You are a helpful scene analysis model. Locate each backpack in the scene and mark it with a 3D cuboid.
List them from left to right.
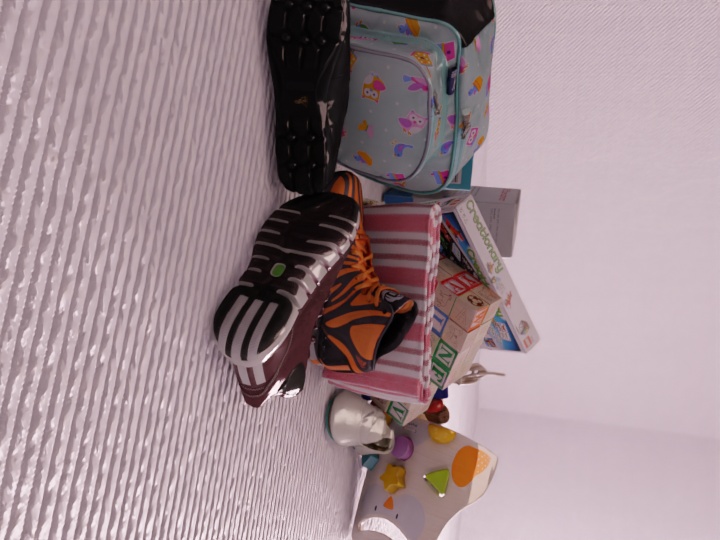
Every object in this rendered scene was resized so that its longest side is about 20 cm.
[{"bbox_3d":[0.038,-0.171,0.708,0.154,0.173,0.202,-56,151,-30],"label":"backpack"}]

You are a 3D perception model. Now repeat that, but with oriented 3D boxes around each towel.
[{"bbox_3d":[0.021,0.031,0.770,0.030,0.144,0.205,5,89,-47],"label":"towel"}]

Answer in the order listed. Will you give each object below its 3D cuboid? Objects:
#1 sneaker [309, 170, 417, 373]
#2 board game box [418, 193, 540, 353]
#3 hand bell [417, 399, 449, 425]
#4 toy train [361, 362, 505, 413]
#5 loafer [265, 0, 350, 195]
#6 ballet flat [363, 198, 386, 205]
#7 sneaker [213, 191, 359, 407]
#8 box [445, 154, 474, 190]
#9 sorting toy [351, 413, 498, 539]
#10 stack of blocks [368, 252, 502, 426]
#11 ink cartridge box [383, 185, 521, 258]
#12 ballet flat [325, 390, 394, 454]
[{"bbox_3d":[0.007,0.003,0.726,0.077,0.110,0.205,-4,98,-54],"label":"sneaker"},{"bbox_3d":[0.130,0.007,0.891,0.034,0.125,0.202,-36,107,-26],"label":"board game box"},{"bbox_3d":[0.099,0.204,1.081,0.200,0.102,0.107,150,-53,-81],"label":"hand bell"},{"bbox_3d":[0.103,0.146,1.025,0.116,0.195,0.087,-17,104,-81],"label":"toy train"},{"bbox_3d":[-0.042,-0.167,0.605,0.071,0.066,0.205,-73,169,-66],"label":"loafer"},{"bbox_3d":[0.000,0.000,0.857,0.064,0.075,0.203,36,49,-37],"label":"ballet flat"},{"bbox_3d":[-0.058,0.028,0.609,0.201,0.074,0.117,-57,155,-43],"label":"sneaker"},{"bbox_3d":[0.101,-0.147,1.040,0.200,0.080,0.050,-111,-155,-80],"label":"box"},{"bbox_3d":[0.062,0.305,1.009,0.107,0.197,0.183,44,61,-42],"label":"sorting toy"},{"bbox_3d":[0.077,0.089,0.879,0.058,0.115,0.203,-19,137,-47],"label":"stack of blocks"},{"bbox_3d":[0.143,-0.081,1.105,0.145,0.196,0.087,-44,137,-69],"label":"ink cartridge box"},{"bbox_3d":[0.009,0.199,0.924,0.201,0.068,0.071,63,34,-65],"label":"ballet flat"}]
